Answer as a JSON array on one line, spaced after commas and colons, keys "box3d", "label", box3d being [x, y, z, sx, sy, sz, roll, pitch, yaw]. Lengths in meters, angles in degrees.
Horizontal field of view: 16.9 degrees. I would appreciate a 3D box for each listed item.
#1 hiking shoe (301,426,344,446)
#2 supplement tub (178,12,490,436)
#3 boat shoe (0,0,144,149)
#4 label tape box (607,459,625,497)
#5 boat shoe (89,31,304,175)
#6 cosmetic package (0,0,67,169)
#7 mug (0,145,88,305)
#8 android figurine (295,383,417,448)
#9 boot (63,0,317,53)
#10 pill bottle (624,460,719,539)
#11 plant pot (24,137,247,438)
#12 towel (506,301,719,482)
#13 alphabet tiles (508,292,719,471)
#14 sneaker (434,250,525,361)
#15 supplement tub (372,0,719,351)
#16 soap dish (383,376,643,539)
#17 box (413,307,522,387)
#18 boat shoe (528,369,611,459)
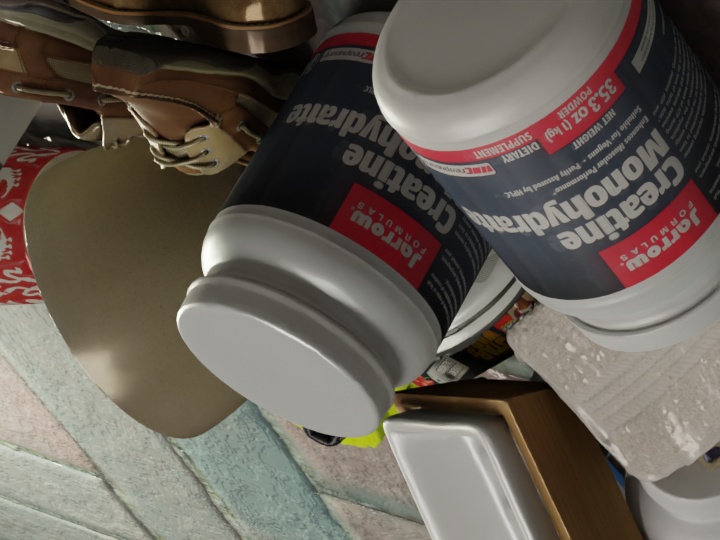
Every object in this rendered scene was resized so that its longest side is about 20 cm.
[{"box3d": [-0.018, 0.070, 1.593, 0.075, 0.101, 0.200, 30, 157, 6], "label": "hiking shoe"}, {"box3d": [0.001, -0.026, 1.323, 0.140, 0.201, 0.141, 25, 157, 11], "label": "supplement tub"}, {"box3d": [-0.154, -0.111, 1.463, 0.199, 0.072, 0.076, 19, 180, -38], "label": "boat shoe"}, {"box3d": [0.131, 0.189, 1.817, 0.199, 0.066, 0.143, 2, 144, 47], "label": "label tape box"}, {"box3d": [-0.087, -0.090, 1.377, 0.075, 0.074, 0.200, 14, -176, 26], "label": "boat shoe"}, {"box3d": [-0.254, -0.123, 1.455, 0.081, 0.201, 0.113, 12, 155, 39], "label": "cosmetic package"}, {"box3d": [-0.256, -0.041, 1.777, 0.199, 0.177, 0.134, 1, 108, 43], "label": "mug"}, {"box3d": [-0.038, 0.069, 1.802, 0.181, 0.041, 0.200, 18, 154, 27], "label": "android figurine"}, {"box3d": [-0.103, -0.177, 1.362, 0.199, 0.073, 0.076, 15, 124, 43], "label": "boot"}, {"box3d": [0.229, 0.156, 1.568, 0.108, 0.109, 0.200, 19, 156, 25], "label": "pill bottle"}, {"box3d": [-0.100, -0.010, 1.560, 0.134, 0.201, 0.200, -29, 126, 22], "label": "plant pot"}, {"box3d": [0.167, 0.044, 1.392, 0.133, 0.034, 0.200, 46, 148, 5], "label": "towel"}, {"box3d": [0.158, 0.029, 1.425, 0.200, 0.006, 0.167, 45, 148, 6], "label": "alphabet tiles"}, {"box3d": [0.000, 0.000, 1.432, 0.200, 0.076, 0.115, -22, 134, 28], "label": "sneaker"}, {"box3d": [0.110, -0.066, 1.202, 0.140, 0.141, 0.200, 6, 148, 45], "label": "supplement tub"}, {"box3d": [0.109, 0.160, 1.551, 0.157, 0.081, 0.201, -3, 115, 63], "label": "soap dish"}, {"box3d": [0.038, 0.015, 1.595, 0.136, 0.040, 0.200, 32, 158, -8], "label": "box"}, {"box3d": [0.140, 0.111, 1.643, 0.067, 0.072, 0.200, 27, 150, 10], "label": "boat shoe"}]
